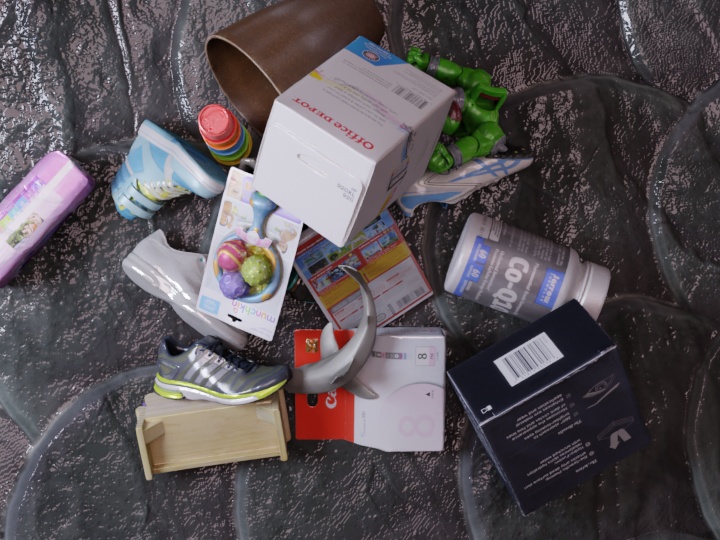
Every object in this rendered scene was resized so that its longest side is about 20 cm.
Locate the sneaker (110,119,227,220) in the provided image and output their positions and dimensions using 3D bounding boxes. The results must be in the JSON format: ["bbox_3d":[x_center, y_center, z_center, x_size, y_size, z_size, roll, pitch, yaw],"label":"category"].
[{"bbox_3d":[-0.257,-0.107,1.653,0.080,0.200,0.131,29,96,-40],"label":"sneaker"}]

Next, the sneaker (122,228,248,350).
[{"bbox_3d":[-0.219,0.022,1.691,0.200,0.075,0.089,39,69,-1],"label":"sneaker"}]

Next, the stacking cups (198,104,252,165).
[{"bbox_3d":[-0.175,-0.182,1.629,0.060,0.200,0.061,0,85,-2],"label":"stacking cups"}]

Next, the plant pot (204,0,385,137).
[{"bbox_3d":[-0.070,-0.290,1.662,0.200,0.187,0.187,-42,89,-17],"label":"plant pot"}]

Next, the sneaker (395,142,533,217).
[{"bbox_3d":[0.140,-0.126,1.706,0.200,0.072,0.073,-16,116,-6],"label":"sneaker"}]

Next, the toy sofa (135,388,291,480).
[{"bbox_3d":[-0.196,0.210,1.681,0.200,0.098,0.083,-8,112,-2],"label":"toy sofa"}]

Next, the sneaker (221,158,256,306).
[{"bbox_3d":[-0.160,-0.050,1.656,0.075,0.090,0.200,1,69,14],"label":"sneaker"}]

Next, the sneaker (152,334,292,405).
[{"bbox_3d":[-0.186,0.128,1.649,0.200,0.074,0.081,0,105,17],"label":"sneaker"}]

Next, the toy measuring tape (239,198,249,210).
[{"bbox_3d":[-0.054,-0.091,1.623,0.200,0.074,0.074,-21,88,-13],"label":"toy measuring tape"}]

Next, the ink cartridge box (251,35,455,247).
[{"bbox_3d":[-0.010,-0.159,1.528,0.147,0.145,0.200,34,45,13],"label":"ink cartridge box"}]

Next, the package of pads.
[{"bbox_3d":[-0.440,-0.069,1.660,0.076,0.121,0.200,42,87,-5],"label":"package of pads"}]

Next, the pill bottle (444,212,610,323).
[{"bbox_3d":[0.222,0.008,1.672,0.200,0.114,0.114,20,87,0],"label":"pill bottle"}]

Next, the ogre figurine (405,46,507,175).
[{"bbox_3d":[0.129,-0.213,1.679,0.120,0.200,0.098,1,126,-14],"label":"ogre figurine"}]

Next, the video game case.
[{"bbox_3d":[0.000,0.000,1.654,0.143,0.017,0.200,-33,130,-2],"label":"video game case"}]

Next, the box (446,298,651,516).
[{"bbox_3d":[0.244,0.177,1.618,0.197,0.117,0.200,-29,128,-2],"label":"box"}]

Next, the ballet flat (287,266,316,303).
[{"bbox_3d":[-0.040,-0.047,1.694,0.068,0.068,0.200,23,82,-15],"label":"ballet flat"}]

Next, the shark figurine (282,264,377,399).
[{"bbox_3d":[-0.020,0.101,1.611,0.128,0.090,0.215,31,114,5],"label":"shark figurine"}]

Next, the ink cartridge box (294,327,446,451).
[{"bbox_3d":[0.013,0.160,1.677,0.200,0.057,0.163,-1,103,-6],"label":"ink cartridge box"}]

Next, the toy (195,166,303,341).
[{"bbox_3d":[-0.145,-0.017,1.580,0.115,0.047,0.200,22,107,17],"label":"toy"}]
